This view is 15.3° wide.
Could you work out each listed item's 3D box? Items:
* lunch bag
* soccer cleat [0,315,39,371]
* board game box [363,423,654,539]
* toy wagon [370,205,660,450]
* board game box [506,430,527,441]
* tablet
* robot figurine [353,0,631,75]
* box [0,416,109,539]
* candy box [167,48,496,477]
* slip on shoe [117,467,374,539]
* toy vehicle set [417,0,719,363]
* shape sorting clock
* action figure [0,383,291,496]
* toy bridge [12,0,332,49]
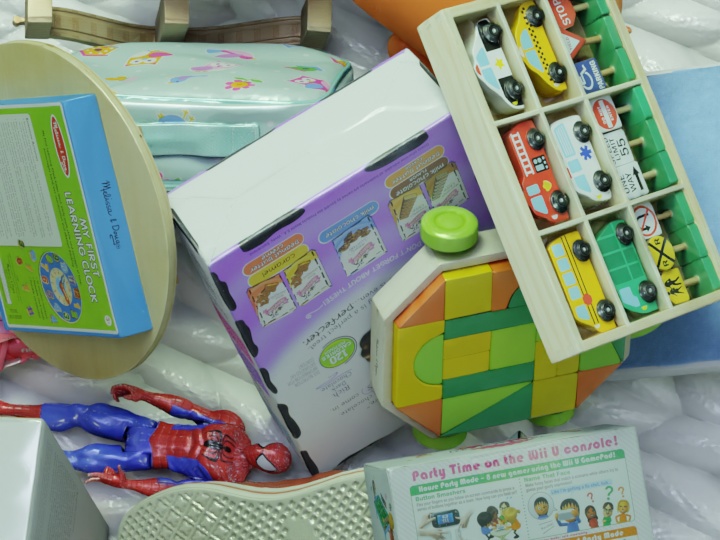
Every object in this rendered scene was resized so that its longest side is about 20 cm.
[{"bbox_3d":[-0.106,-0.087,1.618,0.198,0.160,0.078,1,107,6],"label":"lunch bag"},{"bbox_3d":[-0.213,0.030,1.634,0.200,0.068,0.073,-37,73,-12],"label":"soccer cleat"},{"bbox_3d":[0.092,0.195,1.482,0.146,0.064,0.202,-8,90,-12],"label":"board game box"},{"bbox_3d":[0.103,0.026,1.540,0.199,0.156,0.040,-10,39,-15],"label":"toy wagon"},{"bbox_3d":[0.066,0.207,1.550,0.200,0.029,0.135,-42,69,-11],"label":"board game box"},{"bbox_3d":[0.180,-0.030,1.623,0.129,0.014,0.201,-6,66,28],"label":"tablet"},{"bbox_3d":[0.073,-0.173,1.601,0.200,0.117,0.144,38,98,15],"label":"robot figurine"},{"bbox_3d":[-0.223,0.157,1.507,0.123,0.200,0.098,3,68,6],"label":"box"},{"bbox_3d":[0.000,0.000,1.546,0.167,0.201,0.072,-31,45,-8],"label":"candy box"},{"bbox_3d":[-0.049,0.152,1.564,0.199,0.061,0.075,-12,87,20],"label":"slip on shoe"},{"bbox_3d":[0.120,-0.060,1.481,0.124,0.026,0.201,-19,85,-37],"label":"toy vehicle set"},{"bbox_3d":[-0.172,-0.034,1.534,0.039,0.200,0.200,-21,63,-37],"label":"shape sorting clock"},{"bbox_3d":[-0.139,0.104,1.606,0.198,0.052,0.066,6,65,6],"label":"action figure"},{"bbox_3d":[-0.120,-0.155,1.693,0.198,0.067,0.027,1,74,-10],"label":"toy bridge"}]
